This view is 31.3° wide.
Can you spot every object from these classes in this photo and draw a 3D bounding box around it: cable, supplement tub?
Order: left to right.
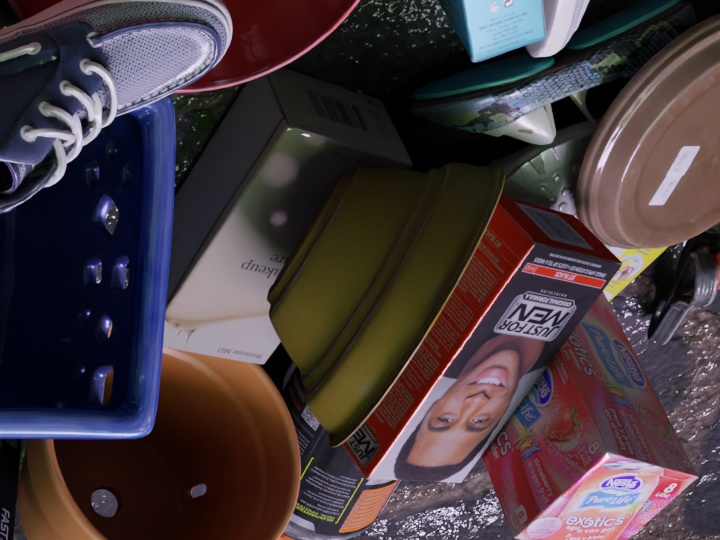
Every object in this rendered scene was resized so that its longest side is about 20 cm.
[{"bbox_3d":[-0.017,0.132,1.027,0.122,0.123,0.200,5,132,-28],"label":"supplement tub"},{"bbox_3d":[0.276,0.018,1.037,0.050,0.097,0.200,14,144,6],"label":"cable"}]

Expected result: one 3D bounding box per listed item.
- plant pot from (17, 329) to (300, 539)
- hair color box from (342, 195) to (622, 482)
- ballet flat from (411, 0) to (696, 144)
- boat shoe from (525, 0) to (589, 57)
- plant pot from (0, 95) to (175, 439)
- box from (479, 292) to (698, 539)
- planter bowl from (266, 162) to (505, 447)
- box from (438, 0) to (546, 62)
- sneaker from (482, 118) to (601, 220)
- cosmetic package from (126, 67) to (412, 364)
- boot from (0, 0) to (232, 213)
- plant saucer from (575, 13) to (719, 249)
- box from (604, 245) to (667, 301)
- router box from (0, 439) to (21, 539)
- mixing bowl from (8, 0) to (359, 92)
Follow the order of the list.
[{"bbox_3d":[-0.163,0.149,0.948,0.200,0.200,0.140,11,147,-32],"label":"plant pot"},{"bbox_3d":[0.075,0.050,0.862,0.101,0.061,0.200,10,121,-44],"label":"hair color box"},{"bbox_3d":[0.135,-0.121,0.856,0.200,0.074,0.074,-21,139,1],"label":"ballet flat"},{"bbox_3d":[0.140,-0.219,0.769,0.068,0.072,0.200,-7,128,-16],"label":"boat shoe"},{"bbox_3d":[-0.231,-0.003,0.720,0.200,0.200,0.180,7,168,-30],"label":"plant pot"},{"bbox_3d":[0.143,0.091,0.927,0.095,0.200,0.103,18,125,-33],"label":"box"},{"bbox_3d":[0.000,0.000,0.781,0.083,0.200,0.200,32,123,-4],"label":"planter bowl"},{"bbox_3d":[0.059,-0.220,0.715,0.049,0.082,0.200,-20,139,-2],"label":"box"},{"bbox_3d":[0.103,-0.053,0.918,0.200,0.081,0.076,-32,122,7],"label":"sneaker"},{"bbox_3d":[-0.066,-0.033,0.868,0.103,0.073,0.200,12,128,-34],"label":"cosmetic package"},{"bbox_3d":[-0.144,-0.073,0.603,0.200,0.090,0.073,-20,140,-15],"label":"boot"},{"bbox_3d":[0.235,-0.089,0.884,0.200,0.029,0.200,-23,142,-20],"label":"plant saucer"},{"bbox_3d":[0.188,-0.043,0.988,0.117,0.048,0.200,21,126,-38],"label":"box"},{"bbox_3d":[-0.314,0.195,0.903,0.150,0.200,0.062,-37,124,17],"label":"router box"},{"bbox_3d":[-0.090,-0.202,0.650,0.200,0.108,0.200,-12,138,-11],"label":"mixing bowl"}]
